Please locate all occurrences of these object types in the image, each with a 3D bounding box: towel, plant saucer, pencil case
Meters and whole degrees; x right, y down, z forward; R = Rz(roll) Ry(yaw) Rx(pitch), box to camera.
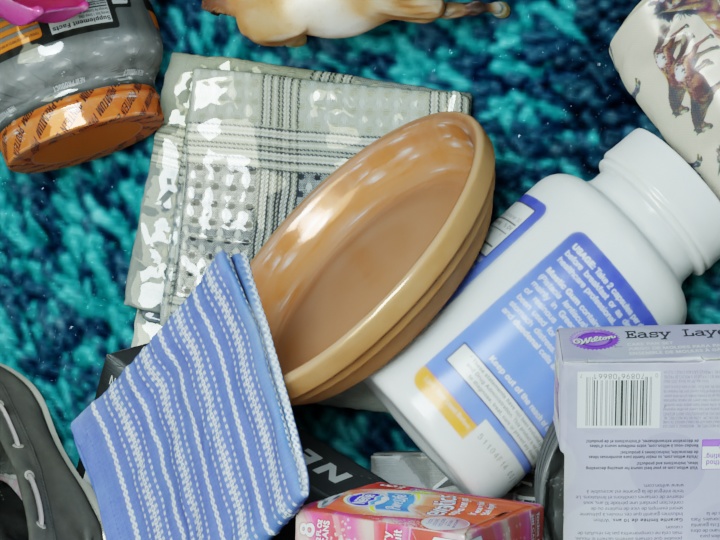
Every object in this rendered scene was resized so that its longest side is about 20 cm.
[{"bbox_3d":[-0.093,0.098,1.380,0.200,0.024,0.146,-47,53,48],"label":"towel"},{"bbox_3d":[0.000,0.000,1.398,0.200,0.200,0.037,-41,111,16],"label":"plant saucer"},{"bbox_3d":[-0.040,-0.021,1.507,0.199,0.035,0.194,8,92,21],"label":"towel"},{"bbox_3d":[0.213,-0.076,1.387,0.089,0.078,0.200,-46,74,30],"label":"pencil case"}]

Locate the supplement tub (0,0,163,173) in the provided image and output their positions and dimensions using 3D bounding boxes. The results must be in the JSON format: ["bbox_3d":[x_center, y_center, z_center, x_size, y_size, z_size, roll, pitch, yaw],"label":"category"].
[{"bbox_3d":[-0.188,-0.166,1.519,0.122,0.122,0.201,-20,82,19],"label":"supplement tub"}]

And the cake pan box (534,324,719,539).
[{"bbox_3d":[0.190,0.119,1.343,0.199,0.052,0.185,-2,111,1],"label":"cake pan box"}]

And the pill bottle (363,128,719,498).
[{"bbox_3d":[0.102,0.021,1.396,0.200,0.112,0.112,-41,75,-5],"label":"pill bottle"}]

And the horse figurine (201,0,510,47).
[{"bbox_3d":[-0.008,-0.152,1.445,0.199,0.132,0.050,-4,89,21],"label":"horse figurine"}]

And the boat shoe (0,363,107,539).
[{"bbox_3d":[-0.206,0.113,1.513,0.200,0.057,0.067,46,124,43],"label":"boat shoe"}]

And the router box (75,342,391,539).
[{"bbox_3d":[-0.075,0.151,1.473,0.199,0.051,0.150,30,115,29],"label":"router box"}]

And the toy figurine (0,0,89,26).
[{"bbox_3d":[-0.170,-0.224,1.391,0.199,0.149,0.185,-2,93,51],"label":"toy figurine"}]

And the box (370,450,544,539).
[{"bbox_3d":[0.086,0.199,1.447,0.157,0.048,0.201,0,89,20],"label":"box"}]

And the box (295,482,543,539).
[{"bbox_3d":[0.027,0.215,1.329,0.099,0.095,0.201,5,97,28],"label":"box"}]
